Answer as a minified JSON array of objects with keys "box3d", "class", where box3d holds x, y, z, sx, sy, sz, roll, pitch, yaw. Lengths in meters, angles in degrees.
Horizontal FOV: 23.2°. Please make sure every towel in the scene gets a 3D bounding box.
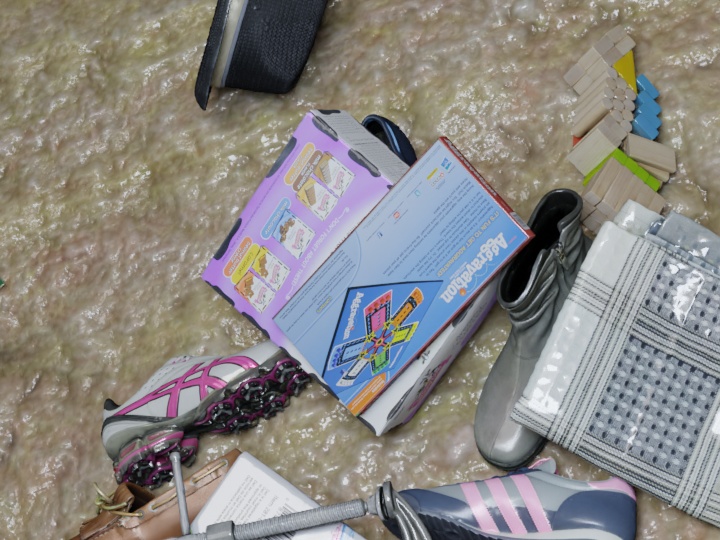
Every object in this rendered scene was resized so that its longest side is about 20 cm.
[{"box3d":[0.237,0.066,1.306,0.191,0.035,0.201,27,78,7],"class":"towel"}]

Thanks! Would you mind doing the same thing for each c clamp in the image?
[{"box3d":[-0.040,0.205,1.277,0.198,0.027,0.172,-7,74,7],"class":"c clamp"}]

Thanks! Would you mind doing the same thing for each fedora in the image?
[{"box3d":[-0.080,-0.229,1.554,0.091,0.201,0.202,16,72,-4],"class":"fedora"}]

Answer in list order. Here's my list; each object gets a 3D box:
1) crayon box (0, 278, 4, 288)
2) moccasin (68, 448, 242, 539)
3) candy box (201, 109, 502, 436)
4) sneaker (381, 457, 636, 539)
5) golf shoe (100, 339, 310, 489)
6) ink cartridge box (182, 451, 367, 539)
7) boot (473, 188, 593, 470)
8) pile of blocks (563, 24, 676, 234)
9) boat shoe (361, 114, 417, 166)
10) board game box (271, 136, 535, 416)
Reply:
[{"box3d":[-0.435,-0.018,1.648,0.127,0.051,0.200,-43,59,-1],"class":"crayon box"},{"box3d":[-0.181,0.200,1.424,0.200,0.074,0.078,-22,86,13],"class":"moccasin"},{"box3d":[0.000,0.000,1.388,0.200,0.071,0.168,41,110,15],"class":"candy box"},{"box3d":[0.115,0.181,1.334,0.198,0.070,0.082,6,53,22],"class":"sneaker"},{"box3d":[-0.132,0.098,1.459,0.199,0.073,0.093,-30,58,8],"class":"golf shoe"},{"box3d":[-0.045,0.256,1.323,0.199,0.084,0.145,34,83,16],"class":"ink cartridge box"},{"box3d":[0.125,0.043,1.344,0.067,0.131,0.201,19,75,28],"class":"boot"},{"box3d":[0.205,-0.101,1.427,0.062,0.082,0.201,-44,34,51],"class":"pile of blocks"},{"box3d":[0.019,-0.034,1.456,0.084,0.069,0.201,-21,65,11],"class":"boat shoe"},{"box3d":[0.030,0.006,1.325,0.103,0.019,0.200,49,111,13],"class":"board game box"}]
